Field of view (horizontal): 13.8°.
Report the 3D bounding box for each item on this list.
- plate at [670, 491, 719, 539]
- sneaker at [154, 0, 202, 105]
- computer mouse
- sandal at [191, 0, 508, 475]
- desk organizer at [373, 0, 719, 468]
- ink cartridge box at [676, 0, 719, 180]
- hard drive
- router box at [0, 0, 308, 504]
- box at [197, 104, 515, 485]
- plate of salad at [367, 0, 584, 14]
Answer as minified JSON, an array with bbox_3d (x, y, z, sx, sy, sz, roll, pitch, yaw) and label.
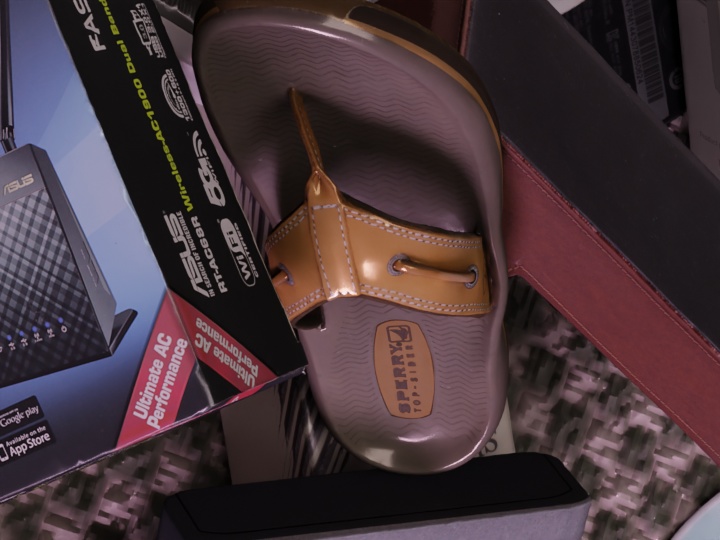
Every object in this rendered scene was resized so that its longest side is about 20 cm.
[{"bbox_3d":[0.190,0.155,1.053,0.200,0.200,0.026,-50,157,-16],"label":"plate"},{"bbox_3d":[-0.127,-0.070,0.888,0.200,0.076,0.116,25,111,1],"label":"sneaker"},{"bbox_3d":[0.132,-0.081,1.065,0.199,0.046,0.141,-31,123,-20],"label":"computer mouse"},{"bbox_3d":[0.000,0.000,0.843,0.201,0.081,0.055,81,15,-46],"label":"sandal"},{"bbox_3d":[0.065,-0.003,0.922,0.200,0.077,0.072,42,38,-31],"label":"desk organizer"},{"bbox_3d":[0.185,-0.103,1.009,0.146,0.083,0.201,-23,121,-25],"label":"ink cartridge box"},{"bbox_3d":[-0.012,0.154,0.954,0.139,0.033,0.201,-5,123,-28],"label":"hard drive"},{"bbox_3d":[-0.132,-0.003,0.814,0.151,0.199,0.062,67,24,2],"label":"router box"},{"bbox_3d":[-0.007,-0.001,0.976,0.082,0.068,0.201,-15,99,-28],"label":"box"},{"bbox_3d":[0.009,-0.165,0.950,0.199,0.048,0.201,10,61,-18],"label":"plate of salad"}]
